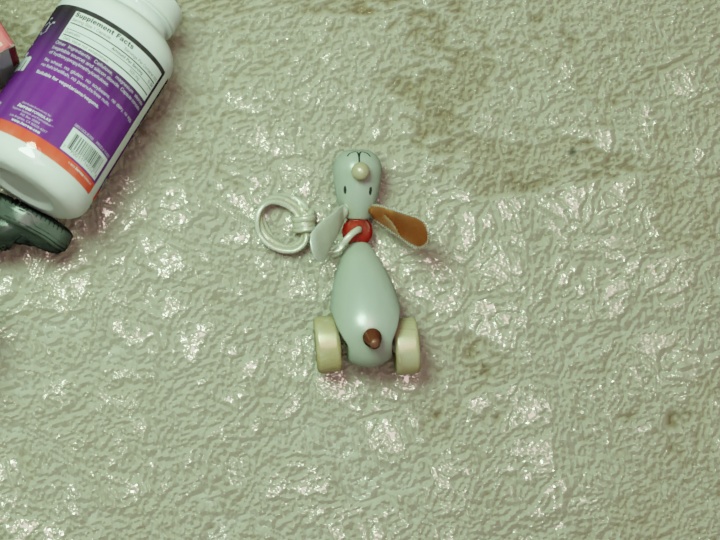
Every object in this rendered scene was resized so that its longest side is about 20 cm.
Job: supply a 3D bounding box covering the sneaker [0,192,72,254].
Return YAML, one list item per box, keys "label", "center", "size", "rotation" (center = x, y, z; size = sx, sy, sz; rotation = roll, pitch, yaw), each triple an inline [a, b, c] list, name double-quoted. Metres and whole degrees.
- label: "sneaker"
  center: [-0.351, -0.030, 1.559]
  size: [0.199, 0.060, 0.105]
  rotation: [26, 91, -7]

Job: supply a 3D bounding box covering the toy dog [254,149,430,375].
- label: "toy dog"
  center: [0.000, 0.000, 1.578]
  size: [0.131, 0.096, 0.201]
  rotation: [-24, 89, -8]

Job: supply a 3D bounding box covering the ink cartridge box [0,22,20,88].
- label: "ink cartridge box"
  center: [-0.391, -0.220, 1.521]
  size: [0.144, 0.145, 0.201]
  rotation: [-33, 91, -8]

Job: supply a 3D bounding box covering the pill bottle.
- label: "pill bottle"
  center: [-0.231, -0.151, 1.546]
  size: [0.112, 0.112, 0.201]
  rotation: [31, 73, -4]
